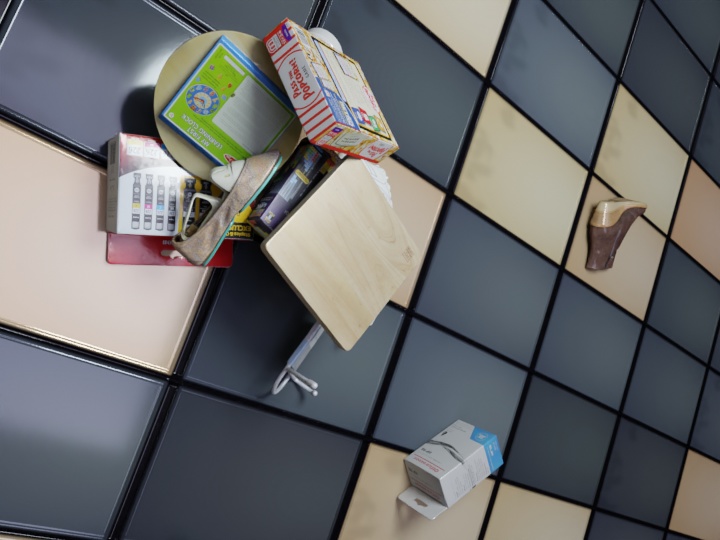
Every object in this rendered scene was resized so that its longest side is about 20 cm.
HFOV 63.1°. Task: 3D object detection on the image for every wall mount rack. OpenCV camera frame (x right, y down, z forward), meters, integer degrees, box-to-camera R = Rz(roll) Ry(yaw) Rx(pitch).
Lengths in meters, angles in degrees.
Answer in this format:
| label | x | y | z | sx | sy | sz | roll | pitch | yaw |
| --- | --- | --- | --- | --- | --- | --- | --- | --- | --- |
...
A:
| label | x | y | z | sx | sy | sz | roll | pitch | yaw |
| --- | --- | --- | --- | --- | --- | --- | --- | --- | --- |
| wall mount rack | -0.063 | 0.130 | 0.951 | 0.074 | 0.174 | 0.202 | 33 | 74 | 8 |

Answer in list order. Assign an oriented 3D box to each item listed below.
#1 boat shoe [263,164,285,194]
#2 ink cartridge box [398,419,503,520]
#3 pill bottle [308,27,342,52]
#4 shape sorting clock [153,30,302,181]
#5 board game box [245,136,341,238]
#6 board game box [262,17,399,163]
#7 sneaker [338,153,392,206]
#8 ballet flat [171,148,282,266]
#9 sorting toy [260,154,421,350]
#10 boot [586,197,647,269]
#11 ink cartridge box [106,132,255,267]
| label | x | y | z | sx | sy | sz | roll | pitch | yaw |
| --- | --- | --- | --- | --- | --- | --- | --- | --- | --- |
| boat shoe | -0.125 | -0.153 | 0.944 | 0.064 | 0.072 | 0.205 | -17 | 97 | -26 |
| ink cartridge box | 0.169 | 0.386 | 1.154 | 0.198 | 0.115 | 0.068 | -26 | 107 | -29 |
| pill bottle | -0.101 | -0.292 | 0.899 | 0.112 | 0.110 | 0.201 | 54 | 43 | -24 |
| shape sorting clock | -0.174 | -0.212 | 0.785 | 0.195 | 0.039 | 0.204 | -7 | 117 | -14 |
| board game box | -0.056 | -0.079 | 0.917 | 0.200 | 0.056 | 0.167 | 44 | 65 | -30 |
| board game box | -0.032 | -0.234 | 0.796 | 0.199 | 0.046 | 0.154 | -3 | 67 | -64 |
| sneaker | 0.026 | -0.137 | 1.046 | 0.088 | 0.074 | 0.201 | -51 | 119 | -25 |
| ballet flat | -0.184 | -0.093 | 0.781 | 0.067 | 0.068 | 0.201 | 34 | 101 | -24 |
| sorting toy | -0.032 | -0.027 | 0.859 | 0.199 | 0.069 | 0.201 | -49 | 118 | -25 |
| boot | 0.636 | -0.093 | 1.468 | 0.197 | 0.072 | 0.170 | -7 | 110 | -34 |
| ink cartridge box | -0.258 | -0.092 | 0.852 | 0.197 | 0.083 | 0.180 | 0 | 94 | -34 |
